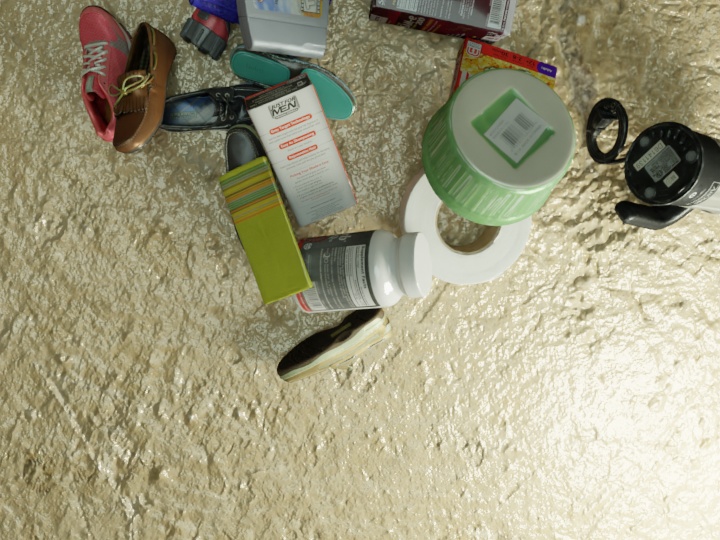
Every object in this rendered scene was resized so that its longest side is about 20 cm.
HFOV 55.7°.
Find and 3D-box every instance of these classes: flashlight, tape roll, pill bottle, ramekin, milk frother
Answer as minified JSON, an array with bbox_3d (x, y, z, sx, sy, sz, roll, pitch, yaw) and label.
[{"bbox_3d":[-0.185,-0.409,0.992,0.068,0.068,0.201,31,93,-33],"label":"flashlight"},{"bbox_3d":[0.163,-0.081,1.070,0.200,0.071,0.204,-1,100,-4],"label":"tape roll"},{"bbox_3d":[0.000,0.000,1.021,0.198,0.116,0.117,-5,102,21],"label":"pill bottle"},{"bbox_3d":[0.189,-0.171,0.918,0.198,0.098,0.202,3,74,-10],"label":"ramekin"},{"bbox_3d":[0.469,-0.177,1.047,0.187,0.180,0.202,2,69,-38],"label":"milk frother"}]

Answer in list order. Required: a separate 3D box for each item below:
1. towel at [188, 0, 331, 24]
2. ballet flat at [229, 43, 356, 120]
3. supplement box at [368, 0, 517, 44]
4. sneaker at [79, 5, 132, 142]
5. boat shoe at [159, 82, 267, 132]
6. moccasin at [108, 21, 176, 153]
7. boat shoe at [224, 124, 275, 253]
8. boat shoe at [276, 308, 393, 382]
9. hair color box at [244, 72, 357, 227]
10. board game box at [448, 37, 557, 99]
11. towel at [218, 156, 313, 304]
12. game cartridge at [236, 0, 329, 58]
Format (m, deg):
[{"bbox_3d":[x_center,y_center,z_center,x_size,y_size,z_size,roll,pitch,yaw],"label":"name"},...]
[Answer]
[{"bbox_3d":[-0.126,-0.407,0.957,0.199,0.050,0.149,13,105,-35],"label":"towel"},{"bbox_3d":[-0.094,-0.290,1.015,0.199,0.074,0.075,24,98,-12],"label":"ballet flat"},{"bbox_3d":[0.115,-0.383,0.990,0.198,0.109,0.061,10,100,-5],"label":"supplement box"},{"bbox_3d":[-0.368,-0.281,0.983,0.073,0.087,0.202,-8,101,14],"label":"sneaker"},{"bbox_3d":[-0.218,-0.243,1.017,0.198,0.066,0.071,-5,102,-3],"label":"boat shoe"},{"bbox_3d":[-0.312,-0.258,0.957,0.073,0.078,0.203,0,68,29],"label":"moccasin"},{"bbox_3d":[-0.166,-0.118,1.032,0.073,0.065,0.202,-8,108,12],"label":"boat shoe"},{"bbox_3d":[-0.037,0.135,1.103,0.199,0.072,0.076,-29,117,4],"label":"boat shoe"},{"bbox_3d":[-0.085,-0.174,1.006,0.101,0.061,0.201,-21,125,0],"label":"hair color box"},{"bbox_3d":[0.203,-0.230,1.015,0.150,0.046,0.202,15,72,-6],"label":"board game box"},{"bbox_3d":[-0.138,-0.057,0.990,0.085,0.018,0.202,-19,92,22],"label":"towel"},{"bbox_3d":[-0.103,-0.400,0.928,0.132,0.041,0.202,-6,109,-36],"label":"game cartridge"}]
